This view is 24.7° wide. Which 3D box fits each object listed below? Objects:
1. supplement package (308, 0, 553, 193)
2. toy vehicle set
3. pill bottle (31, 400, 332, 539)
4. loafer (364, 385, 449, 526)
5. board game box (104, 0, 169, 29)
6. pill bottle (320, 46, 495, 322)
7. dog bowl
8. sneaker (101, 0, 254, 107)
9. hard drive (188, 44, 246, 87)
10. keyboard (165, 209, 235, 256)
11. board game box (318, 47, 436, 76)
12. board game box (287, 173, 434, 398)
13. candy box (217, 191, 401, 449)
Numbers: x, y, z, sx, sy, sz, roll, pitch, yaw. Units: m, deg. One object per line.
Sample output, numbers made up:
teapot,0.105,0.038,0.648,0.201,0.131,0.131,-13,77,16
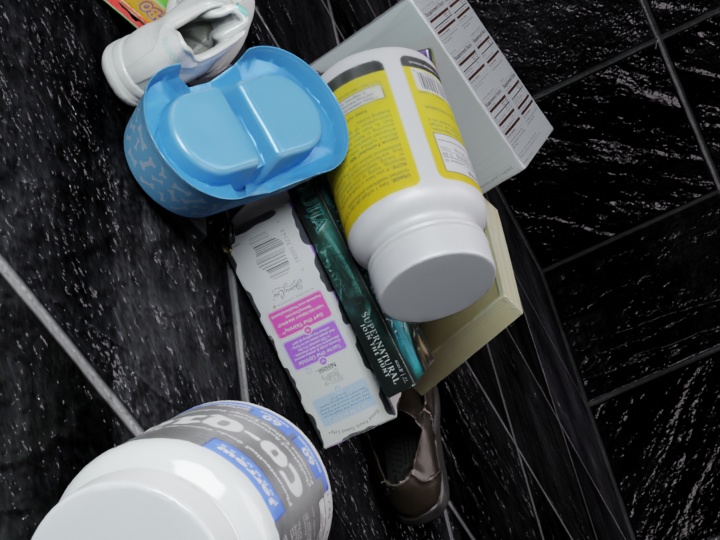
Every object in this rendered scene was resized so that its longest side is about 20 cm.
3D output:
supplement package,0.051,-0.158,1.660,0.200,0.191,0.147,55,26,-7
toy vehicle set,0.087,0.019,1.558,0.026,0.124,0.200,42,20,-23
pill bottle,-0.085,0.131,0.800,0.114,0.113,0.200,66,10,1
loafer,0.036,0.134,1.521,0.071,0.073,0.201,55,15,-50
board game box,-0.173,-0.267,1.368,0.095,0.030,0.201,39,35,-30
pill bottle,0.034,-0.068,1.306,0.114,0.114,0.201,50,20,-56
dog bowl,-0.095,-0.100,1.227,0.200,0.050,0.112,-22,79,-49
sneaker,-0.115,-0.189,1.276,0.075,0.088,0.200,56,34,-14
hard drive,-0.147,-0.217,1.483,0.200,0.042,0.136,45,24,-64
keyboard,-0.135,-0.089,1.299,0.127,0.021,0.201,54,16,-36
board game box,0.006,-0.090,1.516,0.057,0.164,0.201,-44,122,-78
board game box,0.000,0.000,1.369,0.201,0.028,0.135,64,12,-2
candy box,-0.035,0.029,1.408,0.201,0.071,0.168,64,10,-9
